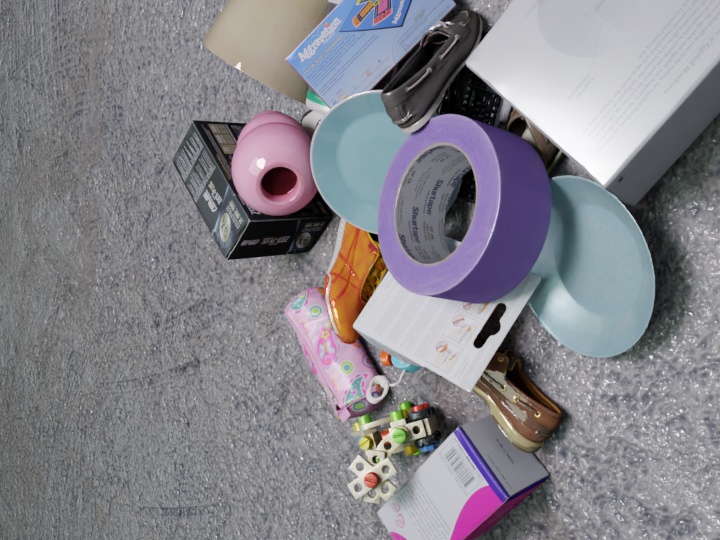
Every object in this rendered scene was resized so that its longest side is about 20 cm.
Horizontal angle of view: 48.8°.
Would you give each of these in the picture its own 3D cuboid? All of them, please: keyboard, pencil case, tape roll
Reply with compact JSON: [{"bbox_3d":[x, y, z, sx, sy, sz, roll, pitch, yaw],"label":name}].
[{"bbox_3d":[0.131,-0.191,0.983,0.104,0.039,0.203,29,114,39],"label":"keyboard"},{"bbox_3d":[-0.040,0.123,1.162,0.088,0.087,0.201,-48,61,37],"label":"pencil case"},{"bbox_3d":[0.112,-0.067,0.895,0.199,0.084,0.203,-14,72,50],"label":"tape roll"}]

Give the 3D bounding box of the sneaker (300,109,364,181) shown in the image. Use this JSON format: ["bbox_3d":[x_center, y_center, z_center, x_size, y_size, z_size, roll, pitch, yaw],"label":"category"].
[{"bbox_3d":[-0.032,-0.183,1.115,0.199,0.087,0.077,36,121,38],"label":"sneaker"}]

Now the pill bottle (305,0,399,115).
[{"bbox_3d":[0.002,-0.301,1.045,0.112,0.112,0.203,28,109,39],"label":"pill bottle"}]

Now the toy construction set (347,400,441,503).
[{"bbox_3d":[0.039,0.224,1.038,0.129,0.200,0.093,-17,95,8],"label":"toy construction set"}]

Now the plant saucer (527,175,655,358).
[{"bbox_3d":[0.249,-0.007,0.866,0.200,0.038,0.204,35,133,47],"label":"plant saucer"}]

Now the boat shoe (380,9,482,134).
[{"bbox_3d":[0.085,-0.249,0.928,0.066,0.057,0.201,-6,47,49],"label":"boat shoe"}]

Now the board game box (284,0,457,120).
[{"bbox_3d":[0.012,-0.294,0.978,0.200,0.019,0.103,-42,103,12],"label":"board game box"}]

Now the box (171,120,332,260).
[{"bbox_3d":[-0.164,-0.124,1.201,0.086,0.163,0.201,-50,62,35],"label":"box"}]

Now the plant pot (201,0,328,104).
[{"bbox_3d":[-0.097,-0.365,1.112,0.187,0.186,0.202,39,107,35],"label":"plant pot"}]

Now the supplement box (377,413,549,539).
[{"bbox_3d":[0.125,0.284,1.003,0.102,0.103,0.201,54,127,25],"label":"supplement box"}]

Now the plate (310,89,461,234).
[{"bbox_3d":[0.033,-0.137,1.014,0.197,0.026,0.202,7,123,11],"label":"plate"}]

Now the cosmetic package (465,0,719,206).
[{"bbox_3d":[0.250,-0.208,0.770,0.200,0.122,0.200,-50,61,19],"label":"cosmetic package"}]

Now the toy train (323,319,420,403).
[{"bbox_3d":[0.035,0.084,1.074,0.150,0.055,0.201,-42,44,16],"label":"toy train"}]

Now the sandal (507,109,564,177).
[{"bbox_3d":[0.199,-0.153,0.906,0.080,0.057,0.203,38,120,35],"label":"sandal"}]

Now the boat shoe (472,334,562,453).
[{"bbox_3d":[0.168,0.123,0.968,0.201,0.072,0.068,51,121,21],"label":"boat shoe"}]

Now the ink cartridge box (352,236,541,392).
[{"bbox_3d":[0.106,0.048,0.969,0.199,0.047,0.161,26,77,41],"label":"ink cartridge box"}]

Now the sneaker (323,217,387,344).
[{"bbox_3d":[0.000,0.000,1.067,0.076,0.073,0.203,-5,65,30],"label":"sneaker"}]

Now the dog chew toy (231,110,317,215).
[{"bbox_3d":[-0.120,-0.162,1.112,0.201,0.123,0.126,-108,35,-57],"label":"dog chew toy"}]
